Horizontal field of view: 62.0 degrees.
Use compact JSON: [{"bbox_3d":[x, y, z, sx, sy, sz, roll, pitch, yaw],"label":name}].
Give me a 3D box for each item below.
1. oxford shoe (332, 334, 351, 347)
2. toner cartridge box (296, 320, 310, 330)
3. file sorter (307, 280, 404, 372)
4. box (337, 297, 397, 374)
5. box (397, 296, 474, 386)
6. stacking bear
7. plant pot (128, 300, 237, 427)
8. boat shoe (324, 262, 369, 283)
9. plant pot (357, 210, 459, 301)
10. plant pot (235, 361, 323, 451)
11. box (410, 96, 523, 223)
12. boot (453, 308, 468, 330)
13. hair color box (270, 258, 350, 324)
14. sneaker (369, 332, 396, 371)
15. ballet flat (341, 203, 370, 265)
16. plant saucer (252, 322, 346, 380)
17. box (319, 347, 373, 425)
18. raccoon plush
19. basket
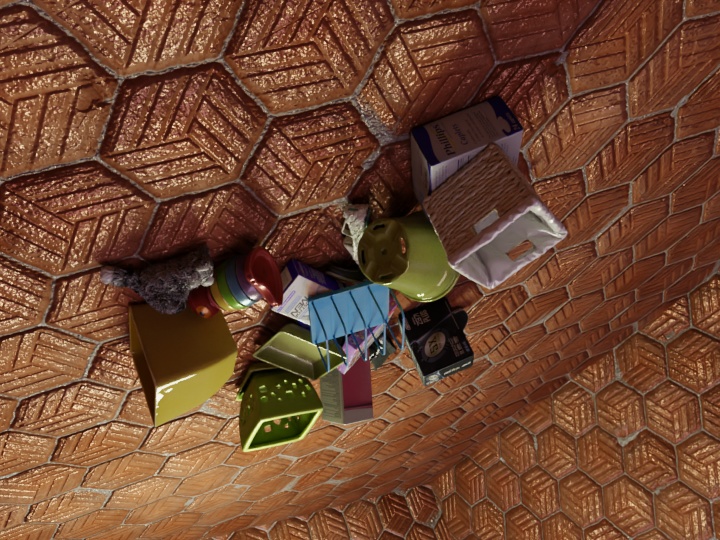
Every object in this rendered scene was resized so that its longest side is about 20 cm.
[{"bbox_3d":[-0.028,0.148,1.619,0.083,0.074,0.201,-10,147,-31],"label":"oxford shoe"},{"bbox_3d":[-0.119,0.124,1.542,0.093,0.044,0.202,-17,148,-12],"label":"toner cartridge box"},{"bbox_3d":[-0.008,0.127,1.363,0.195,0.124,0.141,-14,132,-15],"label":"file sorter"},{"bbox_3d":[0.015,0.173,1.621,0.200,0.039,0.138,-44,165,-37],"label":"box"},{"bbox_3d":[0.218,0.205,1.751,0.160,0.203,0.087,-20,151,-4],"label":"box"},{"bbox_3d":[-0.272,0.037,1.242,0.196,0.116,0.122,-22,133,18],"label":"stacking bear"},{"bbox_3d":[-0.381,0.184,1.312,0.196,0.198,0.196,-14,149,-29],"label":"plant pot"},{"bbox_3d":[0.000,0.000,1.448,0.196,0.072,0.064,11,92,-36],"label":"boat shoe"},{"bbox_3d":[0.093,-0.035,1.267,0.200,0.203,0.183,-41,157,26],"label":"plant pot"},{"bbox_3d":[-0.242,0.368,1.687,0.195,0.184,0.201,-2,143,-32],"label":"plant pot"},{"bbox_3d":[0.207,-0.218,1.199,0.196,0.106,0.185,-22,149,-6],"label":"box"},{"bbox_3d":[0.242,0.192,1.894,0.199,0.073,0.144,-41,-167,-22],"label":"boot"},{"bbox_3d":[-0.108,0.064,1.390,0.198,0.065,0.110,25,114,-40],"label":"hair color box"},{"bbox_3d":[0.050,0.242,1.824,0.103,0.061,0.200,-32,152,3],"label":"sneaker"},{"bbox_3d":[-0.008,-0.078,1.313,0.070,0.073,0.202,-18,146,-11],"label":"ballet flat"},{"bbox_3d":[-0.155,0.205,1.554,0.197,0.049,0.199,25,144,-21],"label":"plant saucer"},{"bbox_3d":[-0.043,0.325,1.716,0.107,0.206,0.127,-2,176,-35],"label":"box"},{"bbox_3d":[-0.373,0.003,1.140,0.197,0.098,0.135,13,125,-46],"label":"raccoon plush"},{"bbox_3d":[0.258,-0.098,1.156,0.197,0.163,0.198,-37,146,21],"label":"basket"}]
